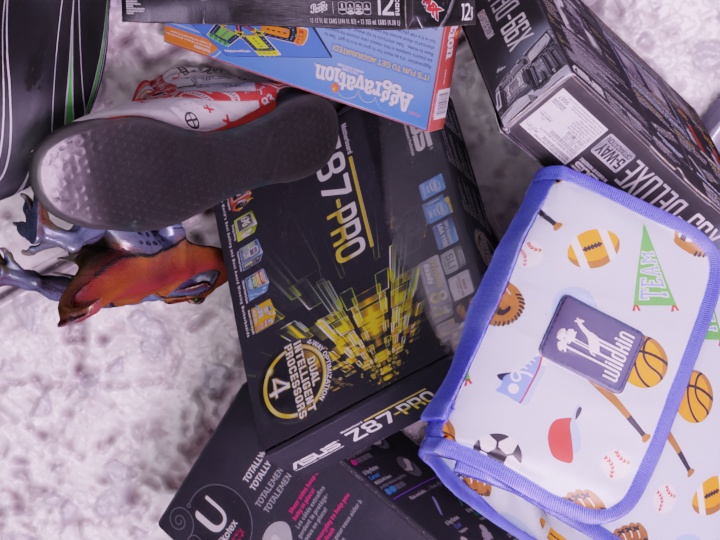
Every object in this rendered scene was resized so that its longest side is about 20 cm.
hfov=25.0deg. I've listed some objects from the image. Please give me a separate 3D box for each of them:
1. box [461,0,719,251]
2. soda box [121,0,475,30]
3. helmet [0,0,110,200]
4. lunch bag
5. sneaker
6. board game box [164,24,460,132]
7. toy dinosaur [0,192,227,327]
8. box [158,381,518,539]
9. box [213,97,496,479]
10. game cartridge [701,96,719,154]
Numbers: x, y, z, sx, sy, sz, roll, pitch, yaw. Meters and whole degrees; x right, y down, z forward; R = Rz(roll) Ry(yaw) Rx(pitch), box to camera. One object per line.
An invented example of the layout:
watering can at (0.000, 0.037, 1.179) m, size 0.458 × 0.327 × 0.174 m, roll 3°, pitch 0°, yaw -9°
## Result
box at (0.141, -0.086, 0.920) m, size 0.050 × 0.158 × 0.200 m, roll -40°, pitch 127°, yaw 21°
soda box at (-0.036, -0.165, 0.880) m, size 0.199 × 0.071 × 0.064 m, roll 8°, pitch 105°, yaw 36°
helmet at (-0.235, -0.130, 0.922) m, size 0.199 × 0.200 × 0.192 m, roll 14°, pitch 94°, yaw -6°
lunch bag at (0.131, 0.065, 0.846) m, size 0.200 × 0.124 × 0.171 m, roll 37°, pitch 69°, yaw -31°
sneaker at (-0.120, -0.073, 0.942) m, size 0.201 × 0.108 × 0.068 m, roll -16°, pitch 113°, yaw -37°
board game box at (-0.030, -0.157, 0.935) m, size 0.199 × 0.019 × 0.104 m, roll 22°, pitch 113°, yaw 31°
toy dinosaur at (-0.136, 0.008, 0.971) m, size 0.181 × 0.200 × 0.105 m, roll 14°, pitch 121°, yaw -39°
box at (-0.007, 0.169, 1.034) m, size 0.200 × 0.106 × 0.123 m, roll 39°, pitch 108°, yaw 17°
box at (0.000, 0.000, 0.955) m, size 0.161 × 0.201 × 0.049 m, roll -27°, pitch 143°, yaw 20°
game cartridge at (0.288, -0.079, 1.023) m, size 0.133 × 0.041 × 0.200 m, roll 39°, pitch 105°, yaw -18°
